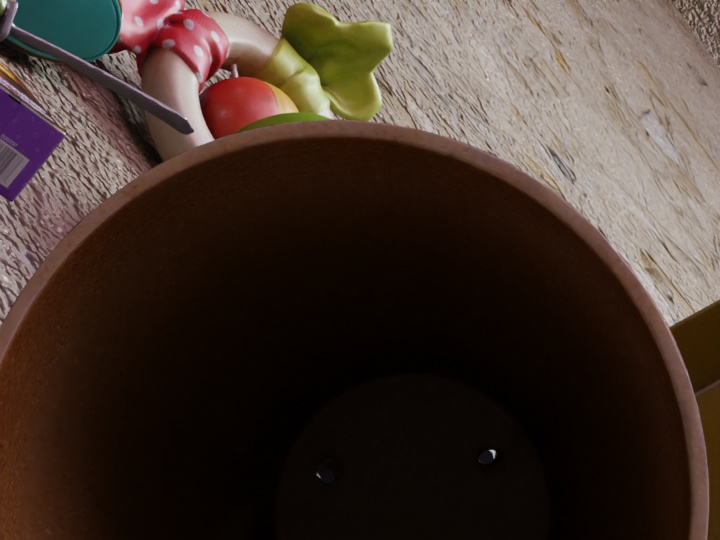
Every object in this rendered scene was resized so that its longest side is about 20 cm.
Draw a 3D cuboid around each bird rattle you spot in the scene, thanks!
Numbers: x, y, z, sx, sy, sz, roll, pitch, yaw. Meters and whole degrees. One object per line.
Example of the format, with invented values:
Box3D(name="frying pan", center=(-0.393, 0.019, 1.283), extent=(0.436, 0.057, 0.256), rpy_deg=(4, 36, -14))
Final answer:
Box3D(name="bird rattle", center=(-0.066, -0.098, 1.255), extent=(0.200, 0.113, 0.163), rpy_deg=(24, 46, -49))

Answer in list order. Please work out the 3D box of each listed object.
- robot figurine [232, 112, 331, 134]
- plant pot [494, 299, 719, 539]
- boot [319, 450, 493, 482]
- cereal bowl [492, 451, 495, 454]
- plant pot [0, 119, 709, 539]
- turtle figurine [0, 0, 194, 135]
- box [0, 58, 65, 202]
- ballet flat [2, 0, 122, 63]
Box3D(name="robot figurine", center=(0.000, 0.000, 1.124), extent=(0.200, 0.116, 0.175), rpy_deg=(30, 2, -12))
Box3D(name="plant pot", center=(0.185, 0.106, 0.965), extent=(0.177, 0.200, 0.200), rpy_deg=(59, 8, -3))
Box3D(name="boot", center=(-0.031, 0.108, 0.827), extent=(0.076, 0.168, 0.200), rpy_deg=(-168, -116, -67))
Box3D(name="cereal bowl", center=(0.071, 0.150, 1.071), extent=(0.200, 0.083, 0.200), rpy_deg=(45, 17, -18))
Box3D(name="plant pot", center=(0.003, 0.068, 0.667), extent=(0.186, 0.186, 0.200), rpy_deg=(52, 1, 10))
Box3D(name="turtle figurine", center=(-0.165, -0.037, 0.769), extent=(0.200, 0.144, 0.194), rpy_deg=(49, 14, 16))
Box3D(name="box", center=(-0.219, -0.117, 0.932), extent=(0.200, 0.039, 0.137), rpy_deg=(38, 3, -34))
Box3D(name="ballet flat", center=(-0.198, -0.161, 1.130), extent=(0.072, 0.068, 0.200), rpy_deg=(37, 10, 40))
